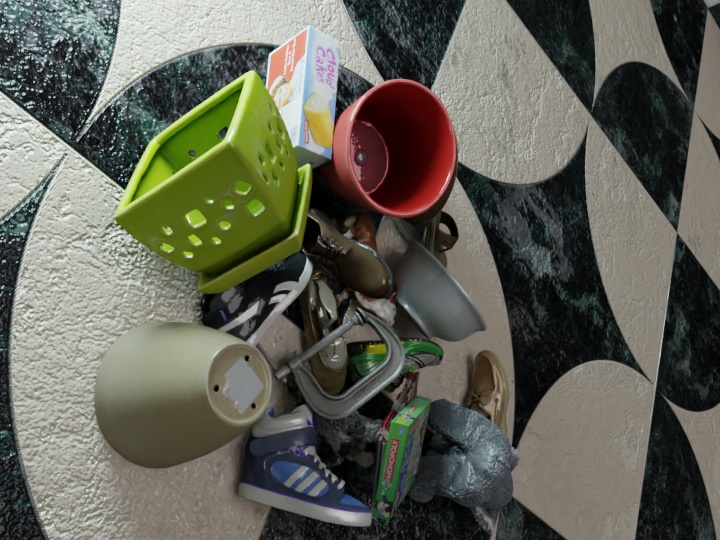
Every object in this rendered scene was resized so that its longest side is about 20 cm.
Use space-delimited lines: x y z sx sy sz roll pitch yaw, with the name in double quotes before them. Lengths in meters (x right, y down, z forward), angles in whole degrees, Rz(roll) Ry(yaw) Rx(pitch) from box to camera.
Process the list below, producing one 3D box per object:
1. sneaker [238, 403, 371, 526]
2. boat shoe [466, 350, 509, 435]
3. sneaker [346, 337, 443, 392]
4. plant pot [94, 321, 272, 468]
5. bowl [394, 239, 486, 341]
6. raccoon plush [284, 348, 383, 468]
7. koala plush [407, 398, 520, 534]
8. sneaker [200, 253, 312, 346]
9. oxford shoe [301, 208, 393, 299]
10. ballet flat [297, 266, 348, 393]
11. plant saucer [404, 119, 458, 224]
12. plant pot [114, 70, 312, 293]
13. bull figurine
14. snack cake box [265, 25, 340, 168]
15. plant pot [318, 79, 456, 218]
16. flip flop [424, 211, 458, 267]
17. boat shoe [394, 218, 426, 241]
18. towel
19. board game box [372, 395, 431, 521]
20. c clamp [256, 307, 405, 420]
"sneaker" -0.066 0.265 1.045 0.195 0.081 0.150 14 73 3
"boat shoe" 0.233 0.252 1.387 0.064 0.070 0.206 3 79 -43
"sneaker" 0.058 0.158 1.252 0.196 0.077 0.088 -2 88 -34
"plant pot" -0.199 0.145 0.917 0.185 0.198 0.192 12 71 -41
"bowl" 0.119 0.053 1.276 0.090 0.201 0.202 -40 112 -4
"raccoon plush" -0.027 0.207 1.141 0.133 0.095 0.205 -12 90 -51
"koala plush" 0.201 0.349 1.274 0.200 0.181 0.180 49 58 -39
"sneaker" -0.152 0.016 1.077 0.113 0.072 0.201 51 51 -21
"oxford shoe" -0.037 -0.021 1.126 0.074 0.198 0.084 -60 160 15
"ballet flat" -0.053 0.092 1.158 0.070 0.070 0.205 -13 90 -43
"plant saucer" 0.090 -0.182 1.268 0.036 0.199 0.206 1 79 -33
"plant pot" -0.172 -0.102 0.974 0.182 0.196 0.202 51 25 -30
"bull figurine" 0.000 0.000 1.224 0.120 0.064 0.205 -8 83 -57
"snack cake box" -0.096 -0.260 1.165 0.066 0.114 0.205 15 71 -36
"plant pot" 0.028 -0.185 1.180 0.196 0.176 0.206 -1 93 -26
"flip flop" 0.147 -0.076 1.329 0.082 0.056 0.204 -70 160 -50
"boat shoe" 0.097 -0.156 1.352 0.069 0.071 0.206 -4 85 -44
"towel" 0.052 0.265 1.160 0.200 0.022 0.148 -50 148 -61
"board game box" 0.066 0.274 1.119 0.200 0.028 0.138 -2 102 -75
"c clamp" -0.036 0.123 1.095 0.197 0.027 0.173 -27 74 -21
